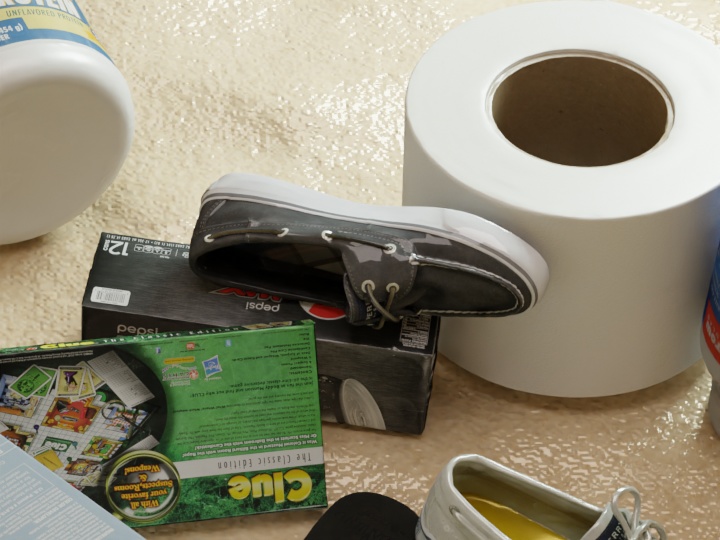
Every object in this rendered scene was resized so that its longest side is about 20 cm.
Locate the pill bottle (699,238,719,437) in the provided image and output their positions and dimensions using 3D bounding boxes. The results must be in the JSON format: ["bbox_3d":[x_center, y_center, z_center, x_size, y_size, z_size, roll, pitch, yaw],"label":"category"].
[{"bbox_3d":[0.247,0.015,1.525,0.112,0.200,0.112,3,44,-3],"label":"pill bottle"}]

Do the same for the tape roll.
[{"bbox_3d":[0.124,-0.043,1.606,0.202,0.139,0.203,1,41,0],"label":"tape roll"}]

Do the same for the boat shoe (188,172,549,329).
[{"bbox_3d":[0.000,0.000,1.513,0.200,0.070,0.066,16,53,9],"label":"boat shoe"}]

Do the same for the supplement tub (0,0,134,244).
[{"bbox_3d":[-0.235,-0.128,1.661,0.145,0.145,0.200,-17,49,-21],"label":"supplement tub"}]

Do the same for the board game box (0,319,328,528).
[{"bbox_3d":[-0.120,0.087,1.496,0.200,0.105,0.023,-5,5,-11],"label":"board game box"}]

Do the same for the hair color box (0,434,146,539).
[{"bbox_3d":[-0.138,0.174,1.383,0.200,0.099,0.061,30,49,35],"label":"hair color box"}]

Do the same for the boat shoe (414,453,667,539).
[{"bbox_3d":[0.128,0.151,1.452,0.202,0.086,0.075,29,48,13],"label":"boat shoe"}]

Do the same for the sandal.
[{"bbox_3d":[-0.030,0.177,1.447,0.075,0.045,0.200,24,48,15],"label":"sandal"}]

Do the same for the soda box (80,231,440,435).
[{"bbox_3d":[-0.056,0.036,1.567,0.200,0.071,0.063,8,44,2],"label":"soda box"}]
